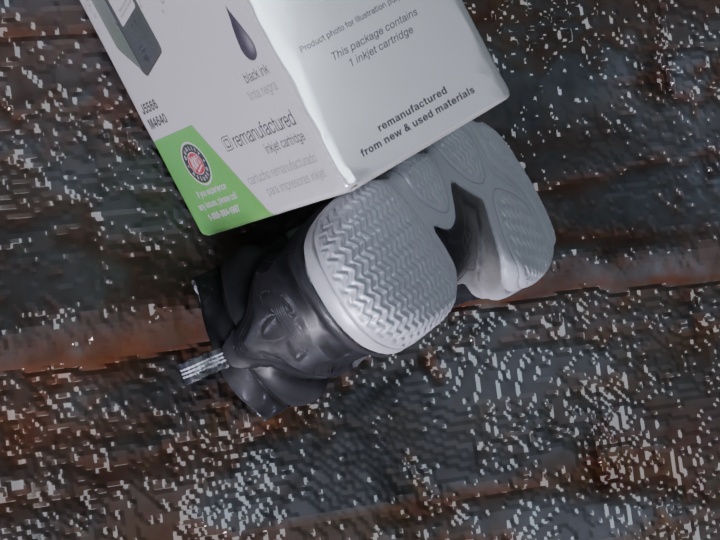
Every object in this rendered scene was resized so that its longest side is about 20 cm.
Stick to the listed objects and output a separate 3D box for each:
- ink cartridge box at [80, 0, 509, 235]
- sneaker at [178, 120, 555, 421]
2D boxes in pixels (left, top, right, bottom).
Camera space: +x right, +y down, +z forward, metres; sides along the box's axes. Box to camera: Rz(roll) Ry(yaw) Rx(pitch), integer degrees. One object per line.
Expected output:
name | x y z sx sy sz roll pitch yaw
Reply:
ink cartridge box | -0.049 -0.126 0.817 0.084 0.145 0.200 -31 98 -25
sneaker | 0.000 0.000 0.868 0.076 0.114 0.200 62 28 0
